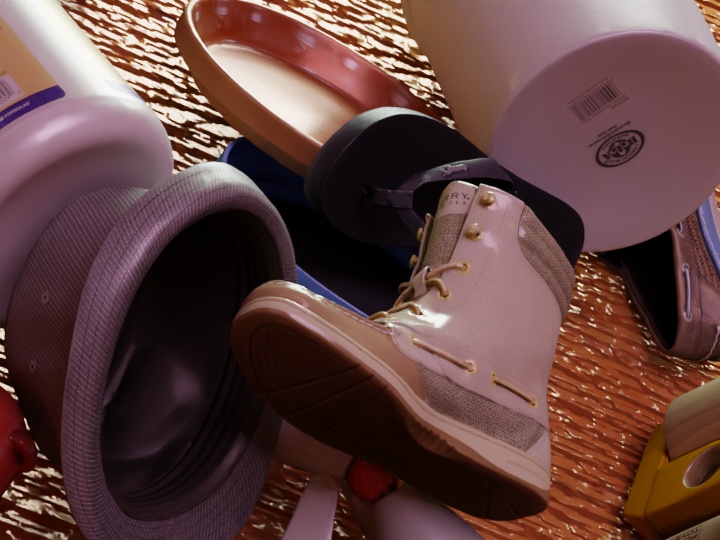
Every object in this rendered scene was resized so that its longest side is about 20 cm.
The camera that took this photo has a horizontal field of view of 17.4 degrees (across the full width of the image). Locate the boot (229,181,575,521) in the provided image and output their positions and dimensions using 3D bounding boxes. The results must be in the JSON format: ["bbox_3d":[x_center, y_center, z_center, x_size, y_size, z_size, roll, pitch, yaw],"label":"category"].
[{"bbox_3d":[0.027,0.018,1.178,0.200,0.072,0.155,33,54,-30],"label":"boot"}]

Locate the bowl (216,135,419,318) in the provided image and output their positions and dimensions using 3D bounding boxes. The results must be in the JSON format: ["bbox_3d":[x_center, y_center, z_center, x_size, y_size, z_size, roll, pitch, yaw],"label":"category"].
[{"bbox_3d":[0.000,0.000,1.310,0.200,0.039,0.201,29,22,-13],"label":"bowl"}]

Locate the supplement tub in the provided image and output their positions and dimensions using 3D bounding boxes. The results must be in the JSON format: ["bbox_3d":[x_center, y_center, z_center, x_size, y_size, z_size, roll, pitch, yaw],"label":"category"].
[{"bbox_3d":[-0.203,-0.085,1.185,0.145,0.146,0.200,-14,52,-42],"label":"supplement tub"}]

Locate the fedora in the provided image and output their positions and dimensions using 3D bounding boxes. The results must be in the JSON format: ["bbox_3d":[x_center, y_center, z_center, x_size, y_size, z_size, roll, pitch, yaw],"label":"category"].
[{"bbox_3d":[-0.110,0.040,1.135,0.090,0.201,0.177,17,22,31],"label":"fedora"}]

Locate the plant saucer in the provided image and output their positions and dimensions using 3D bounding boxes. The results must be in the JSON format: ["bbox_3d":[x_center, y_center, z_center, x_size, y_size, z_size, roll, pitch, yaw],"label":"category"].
[{"bbox_3d":[-0.022,-0.093,1.380,0.200,0.032,0.200,28,21,-12],"label":"plant saucer"}]

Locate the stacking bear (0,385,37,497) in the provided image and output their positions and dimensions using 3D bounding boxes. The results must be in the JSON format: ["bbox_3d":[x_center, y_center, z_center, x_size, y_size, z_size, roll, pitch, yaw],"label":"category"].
[{"bbox_3d":[-0.242,0.042,1.099,0.200,0.121,0.114,43,38,-11],"label":"stacking bear"}]

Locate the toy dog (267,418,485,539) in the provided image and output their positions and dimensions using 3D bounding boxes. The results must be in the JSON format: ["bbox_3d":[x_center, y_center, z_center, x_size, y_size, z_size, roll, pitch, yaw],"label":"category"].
[{"bbox_3d":[0.015,0.153,1.214,0.132,0.096,0.200,6,39,-48],"label":"toy dog"}]

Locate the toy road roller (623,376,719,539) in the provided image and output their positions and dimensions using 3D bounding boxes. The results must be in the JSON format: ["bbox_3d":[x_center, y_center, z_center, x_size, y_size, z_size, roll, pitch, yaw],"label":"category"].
[{"bbox_3d":[0.236,0.159,1.345,0.146,0.123,0.200,44,40,-19],"label":"toy road roller"}]

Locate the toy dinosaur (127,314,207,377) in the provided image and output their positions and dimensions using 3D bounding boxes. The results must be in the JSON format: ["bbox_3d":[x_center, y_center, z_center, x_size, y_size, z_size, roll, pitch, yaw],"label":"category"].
[{"bbox_3d":[-0.123,0.010,1.223,0.101,0.058,0.200,-29,74,-1],"label":"toy dinosaur"}]

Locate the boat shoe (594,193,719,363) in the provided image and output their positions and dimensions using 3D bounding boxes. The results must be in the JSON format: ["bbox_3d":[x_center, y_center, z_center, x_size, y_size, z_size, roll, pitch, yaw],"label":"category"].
[{"bbox_3d":[0.184,-0.034,1.495,0.072,0.072,0.200,-7,60,-38],"label":"boat shoe"}]

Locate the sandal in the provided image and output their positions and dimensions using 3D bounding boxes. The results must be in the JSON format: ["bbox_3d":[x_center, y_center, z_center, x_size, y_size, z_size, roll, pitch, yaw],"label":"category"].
[{"bbox_3d":[0.056,-0.037,1.301,0.200,0.076,0.043,17,10,-38],"label":"sandal"}]

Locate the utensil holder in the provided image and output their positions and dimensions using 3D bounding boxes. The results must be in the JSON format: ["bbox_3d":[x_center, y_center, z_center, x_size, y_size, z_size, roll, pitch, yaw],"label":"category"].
[{"bbox_3d":[0.127,-0.131,1.428,0.169,0.170,0.200,15,33,-26],"label":"utensil holder"}]
